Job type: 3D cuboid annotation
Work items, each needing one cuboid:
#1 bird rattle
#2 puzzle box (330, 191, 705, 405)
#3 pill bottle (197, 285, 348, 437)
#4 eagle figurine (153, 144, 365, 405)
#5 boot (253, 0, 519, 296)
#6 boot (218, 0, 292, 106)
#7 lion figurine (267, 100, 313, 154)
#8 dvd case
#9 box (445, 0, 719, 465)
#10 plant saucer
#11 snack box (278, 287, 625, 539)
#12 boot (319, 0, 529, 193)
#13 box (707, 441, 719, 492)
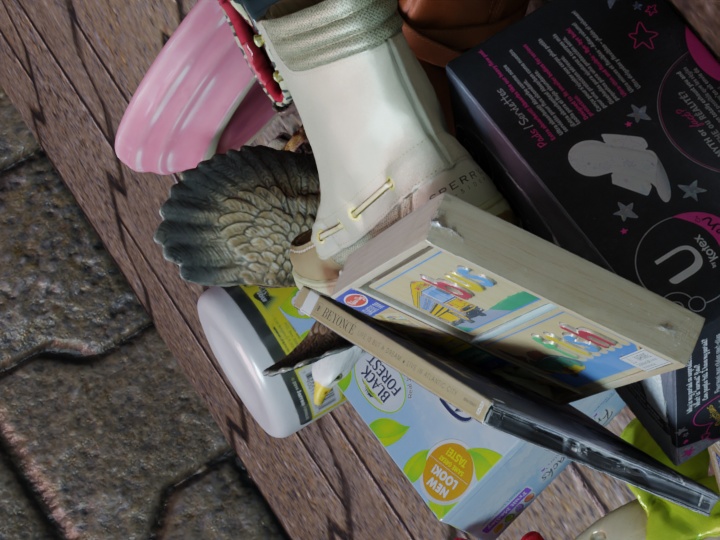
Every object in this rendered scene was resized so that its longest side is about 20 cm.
[{"bbox_3d":[0.160,0.180,1.778,0.163,0.200,0.113,36,-169,-49],"label":"bird rattle"},{"bbox_3d":[0.068,0.017,1.393,0.133,0.026,0.200,26,168,-7],"label":"puzzle box"},{"bbox_3d":[0.000,0.017,2.000,0.113,0.199,0.113,56,168,19],"label":"pill bottle"},{"bbox_3d":[-0.002,0.007,1.702,0.200,0.151,0.152,29,-122,-56],"label":"eagle figurine"},{"bbox_3d":[-0.007,-0.068,1.532,0.155,0.072,0.200,62,156,-6],"label":"boot"},{"bbox_3d":[-0.010,-0.197,1.623,0.073,0.153,0.204,44,160,49],"label":"boot"},{"bbox_3d":[0.017,-0.105,1.786,0.073,0.200,0.122,60,-163,21],"label":"lion figurine"},{"bbox_3d":[0.070,0.063,1.492,0.148,0.016,0.200,23,-177,-32],"label":"dvd case"},{"bbox_3d":[0.142,-0.027,1.484,0.200,0.114,0.132,54,167,29],"label":"box"},{"bbox_3d":[-0.063,-0.130,1.758,0.051,0.201,0.201,39,166,6],"label":"plant saucer"},{"bbox_3d":[0.068,0.036,1.815,0.068,0.169,0.200,30,-162,-51],"label":"snack box"},{"bbox_3d":[0.063,-0.119,1.654,0.077,0.200,0.156,40,124,30],"label":"boot"},{"bbox_3d":[0.239,0.148,1.488,0.200,0.032,0.121,46,162,47],"label":"box"}]
